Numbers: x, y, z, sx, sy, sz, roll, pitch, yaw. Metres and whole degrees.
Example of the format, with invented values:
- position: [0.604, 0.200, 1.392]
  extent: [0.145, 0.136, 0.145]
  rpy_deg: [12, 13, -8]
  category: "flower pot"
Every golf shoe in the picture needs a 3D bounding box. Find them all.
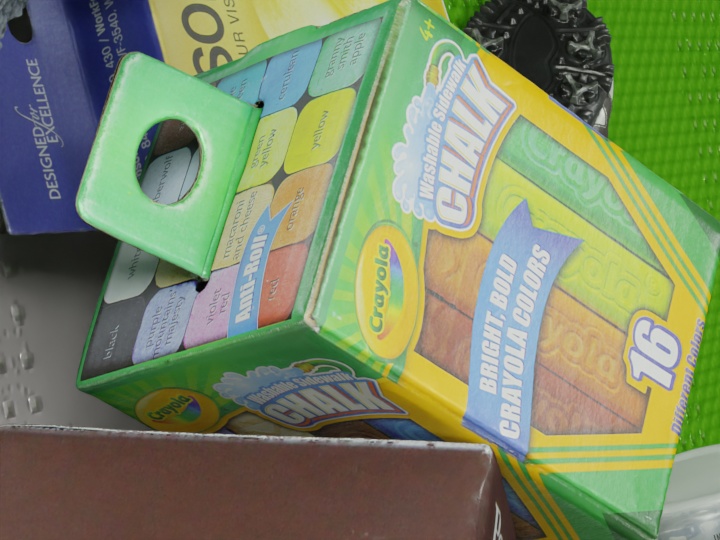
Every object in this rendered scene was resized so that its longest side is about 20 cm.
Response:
- position: [0.082, -0.046, 1.351]
  extent: [0.095, 0.078, 0.200]
  rpy_deg: [91, 1, -50]
  category: "golf shoe"

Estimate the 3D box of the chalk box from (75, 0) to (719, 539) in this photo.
- position: [0.000, 0.000, 0.919]
  extent: [0.200, 0.124, 0.125]
  rpy_deg: [33, 60, -31]
  category: "chalk box"

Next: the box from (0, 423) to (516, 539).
- position: [-0.038, 0.175, 0.887]
  extent: [0.166, 0.164, 0.200]
  rpy_deg: [74, 21, -56]
  category: "box"

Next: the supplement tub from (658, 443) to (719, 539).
- position: [0.185, 0.192, 1.378]
  extent: [0.122, 0.122, 0.200]
  rpy_deg: [-30, 106, -61]
  category: "supplement tub"

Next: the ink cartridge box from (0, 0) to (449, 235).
- position: [-0.057, -0.111, 1.029]
  extent: [0.200, 0.047, 0.198]
  rpy_deg: [-2, 69, -44]
  category: "ink cartridge box"

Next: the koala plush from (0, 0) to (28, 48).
- position: [-0.148, -0.075, 0.791]
  extent: [0.177, 0.184, 0.200]
  rpy_deg: [70, 29, -67]
  category: "koala plush"
